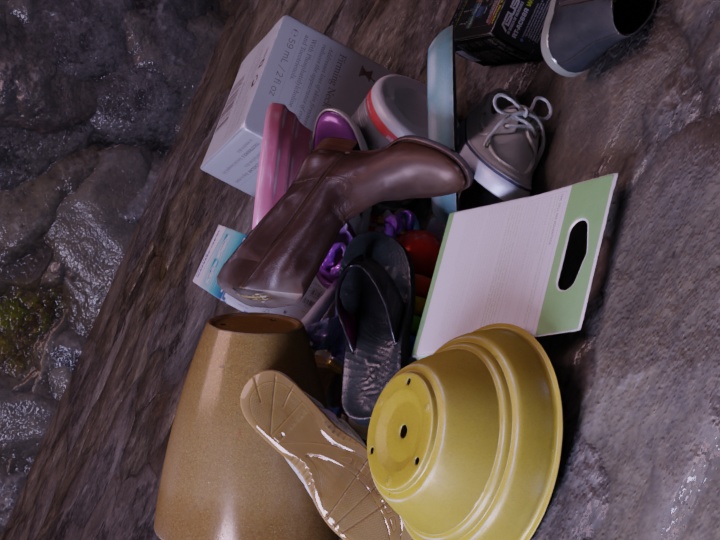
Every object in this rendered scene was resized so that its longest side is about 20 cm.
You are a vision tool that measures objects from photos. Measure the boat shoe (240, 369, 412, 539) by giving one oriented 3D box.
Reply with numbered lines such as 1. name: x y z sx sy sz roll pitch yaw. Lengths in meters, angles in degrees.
1. boat shoe: -0.024 0.166 1.244 0.071 0.201 0.069 -40 -3 4

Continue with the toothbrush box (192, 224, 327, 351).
1. toothbrush box: -0.109 0.018 1.717 0.086 0.145 0.200 -65 16 -3

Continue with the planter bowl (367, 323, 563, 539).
1. planter bowl: 0.062 0.131 1.090 0.200 0.083 0.203 -33 49 49

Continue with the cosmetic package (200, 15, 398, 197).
1. cosmetic package: -0.061 -0.175 1.745 0.166 0.198 0.169 -30 38 61

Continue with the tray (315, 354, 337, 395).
1. tray: -0.103 0.135 1.507 0.099 0.037 0.199 -63 -26 7

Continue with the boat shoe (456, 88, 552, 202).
1. boat shoe: 0.142 -0.129 1.324 0.086 0.074 0.202 -54 11 19

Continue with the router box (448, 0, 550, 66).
1. router box: 0.174 -0.318 1.483 0.202 0.062 0.150 -65 17 -2

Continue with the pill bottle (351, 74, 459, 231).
1. pill bottle: 0.016 -0.110 1.579 0.200 0.113 0.115 -52 21 36

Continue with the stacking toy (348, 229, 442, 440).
1. stacking toy: 0.041 0.055 1.287 0.085 0.085 0.202 -37 41 56

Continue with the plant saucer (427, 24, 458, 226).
1. plant saucer: 0.082 -0.139 1.389 0.200 0.027 0.203 -1 -90 -86

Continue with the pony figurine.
1. pony figurine: 0.000 0.000 1.429 0.201 0.165 0.193 -60 -6 -13

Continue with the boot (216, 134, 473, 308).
1. boot: -0.016 -0.035 1.255 0.185 0.065 0.201 5 45 38

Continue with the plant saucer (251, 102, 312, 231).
1. plant saucer: -0.080 -0.070 1.459 0.201 0.050 0.203 -174 90 -88

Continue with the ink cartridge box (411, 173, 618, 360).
1. ink cartridge box: 0.137 0.007 1.183 0.199 0.048 0.147 -11 55 48

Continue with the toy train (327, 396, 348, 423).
1. toy train: 0.003 0.133 1.397 0.200 0.045 0.034 -42 28 51

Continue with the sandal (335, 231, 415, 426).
1. sandal: 0.010 0.039 1.240 0.075 0.048 0.202 -21 49 21

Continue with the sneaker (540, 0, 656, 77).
1. sneaker: 0.229 -0.279 1.275 0.106 0.074 0.202 -20 57 60

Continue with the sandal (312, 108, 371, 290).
1. sandal: -0.028 -0.070 1.518 0.082 0.050 0.205 10 109 36

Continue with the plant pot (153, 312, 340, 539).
1. plant pot: -0.101 0.148 1.344 0.186 0.184 0.203 -143 55 -72
